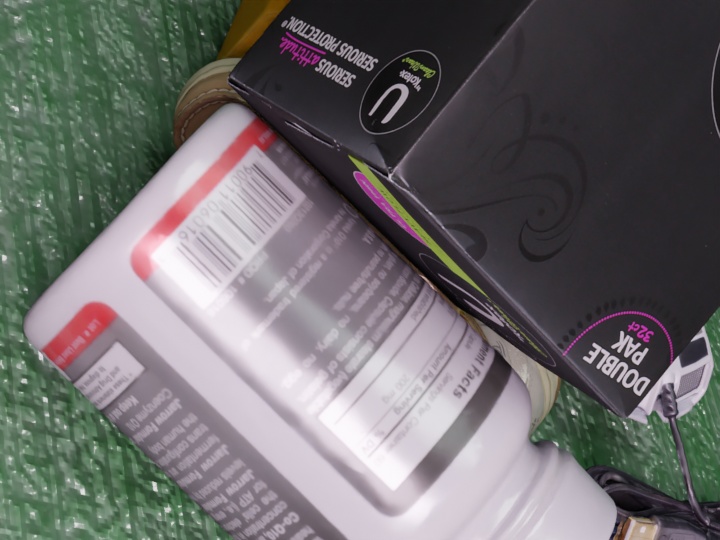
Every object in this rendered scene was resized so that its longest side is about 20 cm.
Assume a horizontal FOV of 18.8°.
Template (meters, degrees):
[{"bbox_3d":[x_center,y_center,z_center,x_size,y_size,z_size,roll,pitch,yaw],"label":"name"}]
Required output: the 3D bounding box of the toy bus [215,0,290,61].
[{"bbox_3d":[-0.002,-0.135,0.982,0.078,0.065,0.201,34,39,-15],"label":"toy bus"}]

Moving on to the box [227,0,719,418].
[{"bbox_3d":[0.084,-0.082,0.758,0.149,0.200,0.124,44,-5,-34],"label":"box"}]

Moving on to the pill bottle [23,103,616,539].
[{"bbox_3d":[-0.012,0.048,0.768,0.200,0.114,0.114,45,37,-5],"label":"pill bottle"}]

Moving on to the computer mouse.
[{"bbox_3d":[0.120,0.031,0.956,0.109,0.044,0.202,4,70,-37],"label":"computer mouse"}]

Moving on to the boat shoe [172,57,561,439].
[{"bbox_3d":[0.000,0.000,0.856,0.200,0.074,0.066,43,32,-7],"label":"boat shoe"}]
